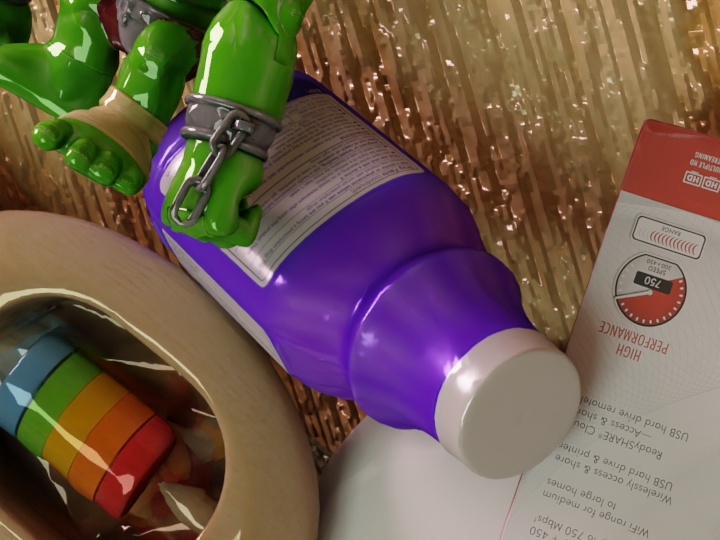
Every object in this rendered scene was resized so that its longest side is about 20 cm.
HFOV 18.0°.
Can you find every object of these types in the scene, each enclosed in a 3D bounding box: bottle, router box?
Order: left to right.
[{"bbox_3d":[0.000,0.000,0.773,0.200,0.083,0.065,41,163,47],"label":"bottle"},{"bbox_3d":[0.156,0.067,0.712,0.199,0.049,0.181,18,88,25],"label":"router box"}]

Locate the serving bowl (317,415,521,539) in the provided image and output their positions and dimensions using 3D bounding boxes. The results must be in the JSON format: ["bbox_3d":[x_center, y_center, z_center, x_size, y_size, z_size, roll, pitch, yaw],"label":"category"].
[{"bbox_3d":[0.052,0.136,0.823,0.199,0.066,0.202,9,108,30],"label":"serving bowl"}]

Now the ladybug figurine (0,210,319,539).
[{"bbox_3d":[-0.096,0.058,0.850,0.200,0.072,0.136,42,98,12],"label":"ladybug figurine"}]

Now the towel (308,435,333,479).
[{"bbox_3d":[-0.025,0.142,0.945,0.200,0.036,0.149,40,131,10],"label":"towel"}]

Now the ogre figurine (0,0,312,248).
[{"bbox_3d":[-0.076,-0.099,0.794,0.098,0.200,0.120,27,97,-25],"label":"ogre figurine"}]
